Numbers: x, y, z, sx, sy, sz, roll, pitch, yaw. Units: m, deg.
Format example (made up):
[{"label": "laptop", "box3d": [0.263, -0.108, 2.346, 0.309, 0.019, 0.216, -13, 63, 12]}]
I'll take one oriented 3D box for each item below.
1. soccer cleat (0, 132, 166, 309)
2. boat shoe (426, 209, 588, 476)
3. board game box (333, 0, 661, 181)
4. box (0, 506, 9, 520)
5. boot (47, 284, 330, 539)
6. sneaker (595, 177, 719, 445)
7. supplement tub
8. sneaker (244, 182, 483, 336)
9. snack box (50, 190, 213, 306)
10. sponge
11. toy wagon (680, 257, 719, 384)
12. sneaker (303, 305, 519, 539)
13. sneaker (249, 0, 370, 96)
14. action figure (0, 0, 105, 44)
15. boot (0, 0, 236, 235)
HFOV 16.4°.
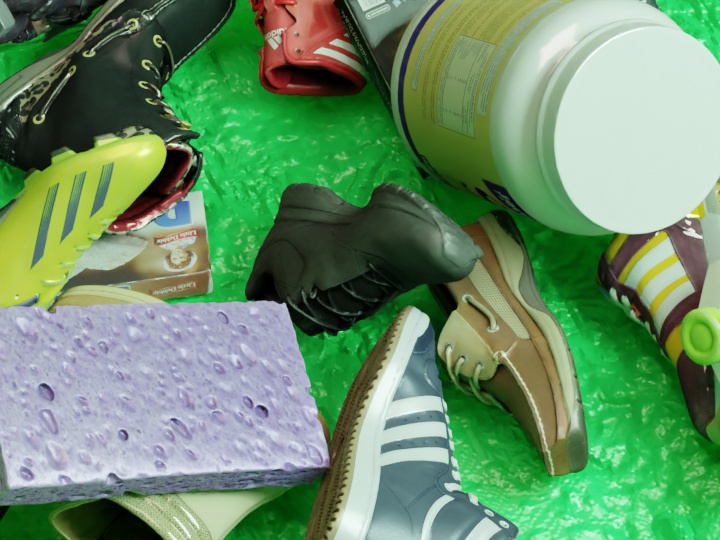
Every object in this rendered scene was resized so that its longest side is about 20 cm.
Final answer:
[{"label": "soccer cleat", "box3d": [-0.194, -0.014, 1.517, 0.200, 0.065, 0.084, -31, 76, 14]}, {"label": "boat shoe", "box3d": [0.083, 0.049, 1.504, 0.074, 0.076, 0.200, -17, 43, -3]}, {"label": "board game box", "box3d": [0.099, -0.160, 1.656, 0.200, 0.028, 0.135, -25, 87, -17]}, {"label": "box", "box3d": [-0.282, 0.085, 1.458, 0.200, 0.046, 0.159, 30, 86, 31]}, {"label": "boot", "box3d": [-0.139, 0.096, 1.458, 0.200, 0.073, 0.155, 31, 44, 19]}, {"label": "sneaker", "box3d": [0.191, 0.024, 1.521, 0.090, 0.075, 0.200, -14, 51, 21]}, {"label": "supplement tub", "box3d": [0.121, -0.102, 1.520, 0.145, 0.145, 0.200, -27, 23, -18]}, {"label": "sneaker", "box3d": [0.000, 0.000, 1.510, 0.200, 0.076, 0.091, -1, 55, 60]}, {"label": "snack box", "box3d": [-0.196, -0.005, 1.592, 0.200, 0.024, 0.072, -8, 49, -2]}, {"label": "sponge", "box3d": [-0.120, 0.072, 1.396, 0.200, 0.030, 0.112, -1, 59, -31]}, {"label": "toy wagon", "box3d": [0.268, 0.078, 1.444, 0.155, 0.040, 0.200, -12, 75, -40]}, {"label": "sneaker", "box3d": [0.039, 0.115, 1.436, 0.108, 0.070, 0.200, 26, 45, -8]}, {"label": "sneaker", "box3d": [-0.056, -0.195, 1.650, 0.200, 0.078, 0.116, 37, 50, -14]}, {"label": "action figure", "box3d": [-0.219, -0.182, 1.656, 0.069, 0.130, 0.200, 48, 35, 3]}, {"label": "boot", "box3d": [-0.134, -0.112, 1.628, 0.204, 0.074, 0.154, -37, 44, -16]}]
